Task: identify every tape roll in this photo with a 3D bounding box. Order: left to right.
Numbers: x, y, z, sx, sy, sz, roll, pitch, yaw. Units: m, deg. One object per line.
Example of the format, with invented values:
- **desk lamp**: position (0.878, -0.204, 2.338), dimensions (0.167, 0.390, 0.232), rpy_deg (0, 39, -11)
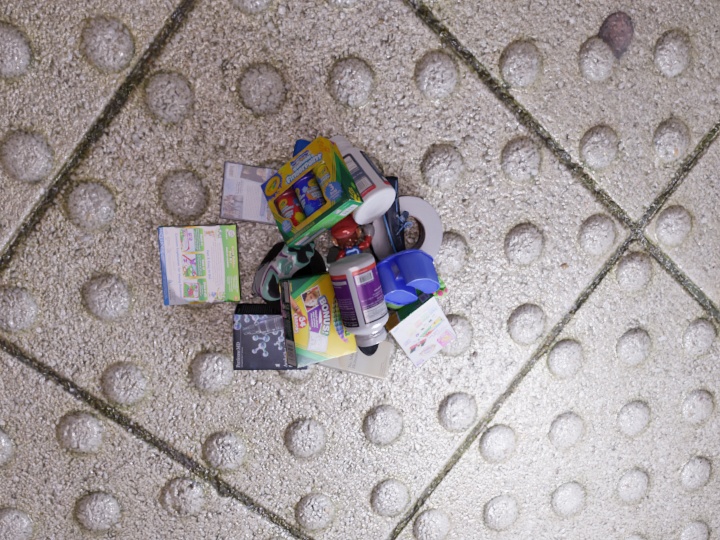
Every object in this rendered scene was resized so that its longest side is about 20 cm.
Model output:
- **tape roll**: position (0.118, -0.099, 1.385), dimensions (0.196, 0.066, 0.205), rpy_deg (-2, 100, -10)

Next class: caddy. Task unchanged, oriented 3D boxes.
- **caddy**: position (0.113, 0.008, 1.281), dimensions (0.140, 0.199, 0.107), rpy_deg (-28, 68, 20)

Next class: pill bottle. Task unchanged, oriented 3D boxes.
- **pill bottle**: position (-0.016, -0.223, 1.243), dimensions (0.119, 0.120, 0.201), rpy_deg (-35, 69, -1)
- **pill bottle**: position (0.000, 0.068, 1.206), dimensions (0.110, 0.112, 0.204), rpy_deg (-16, 102, -6)

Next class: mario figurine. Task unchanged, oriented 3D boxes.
- **mario figurine**: position (-0.018, -0.048, 1.321), dimensions (0.122, 0.105, 0.204), rpy_deg (-23, 98, -39)

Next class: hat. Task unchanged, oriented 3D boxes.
- **hat**: position (-0.167, 0.023, 1.341), dimensions (0.196, 0.081, 0.205), rpy_deg (-4, 77, 18)

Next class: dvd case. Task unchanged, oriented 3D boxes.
- **dvd case**: position (-0.259, -0.195, 1.332), dimensions (0.196, 0.018, 0.146), rpy_deg (6, 99, -11)

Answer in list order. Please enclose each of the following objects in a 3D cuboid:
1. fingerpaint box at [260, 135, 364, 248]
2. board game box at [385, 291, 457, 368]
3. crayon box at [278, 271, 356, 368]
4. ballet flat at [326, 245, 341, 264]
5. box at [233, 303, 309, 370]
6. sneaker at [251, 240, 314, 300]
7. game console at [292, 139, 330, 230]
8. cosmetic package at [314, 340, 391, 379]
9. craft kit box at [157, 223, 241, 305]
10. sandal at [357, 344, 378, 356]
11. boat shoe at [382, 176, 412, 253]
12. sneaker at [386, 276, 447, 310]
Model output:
- **fingerpaint box**: position (-0.115, -0.176, 1.185), dimensions (0.198, 0.073, 0.169), rpy_deg (-32, 75, 25)
- **board game box**: position (0.166, 0.162, 1.405), dimensions (0.152, 0.040, 0.201), rpy_deg (-37, 132, -2)
- **crayon box**: position (-0.100, 0.111, 1.234), dimensions (0.170, 0.058, 0.205), rpy_deg (-9, 96, -35)
- **ballet flat**: position (0.000, 0.000, 1.379), dimensions (0.197, 0.067, 0.065), rpy_deg (24, 77, -5)
- **box**: position (-0.232, 0.173, 1.355), dimensions (0.196, 0.107, 0.152), rpy_deg (1, 100, -8)
- **sneaker**: position (-0.206, -0.014, 1.282), dimensions (0.078, 0.139, 0.201), rpy_deg (51, 59, -26)
- **game console**: position (-0.098, -0.215, 1.344), dimensions (0.196, 0.119, 0.172), rpy_deg (14, 128, -17)
- **cosmetic package**: position (-0.024, 0.217, 1.359), dimensions (0.197, 0.073, 0.106), rpy_deg (17, 74, -24)
- **craft kit box**: position (-0.411, -0.017, 1.326), dimensions (0.193, 0.049, 0.205), rpy_deg (-1, 100, -6)
- **sandal**: position (0.028, 0.120, 1.347), dimensions (0.074, 0.048, 0.204), rpy_deg (19, 61, -22)
- **boat shoe**: position (0.092, -0.137, 1.297), dimensions (0.067, 0.084, 0.204), rpy_deg (-14, 104, 6)
- **sneaker**: position (0.150, 0.063, 1.420), dimensions (0.196, 0.084, 0.078), rpy_deg (-11, 73, -22)
